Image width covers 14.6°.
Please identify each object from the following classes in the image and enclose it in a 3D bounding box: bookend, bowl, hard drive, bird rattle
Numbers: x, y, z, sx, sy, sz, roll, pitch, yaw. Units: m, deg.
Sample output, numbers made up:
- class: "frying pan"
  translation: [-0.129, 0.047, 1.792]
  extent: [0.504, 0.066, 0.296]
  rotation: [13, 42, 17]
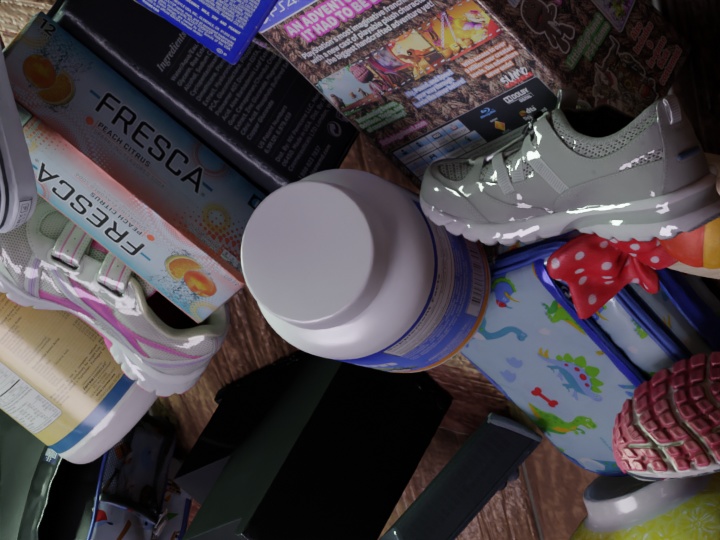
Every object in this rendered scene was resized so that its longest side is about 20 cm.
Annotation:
- class: "bookend"
  translation: [-0.061, 0.161, 2.013]
  extent: [0.092, 0.201, 0.198]
  rotation: [43, 143, -17]
- class: "bowl"
  translation: [0.205, 0.182, 1.871]
  extent: [0.199, 0.200, 0.108]
  rotation: [-14, 105, 46]
- class: "hard drive"
  translation: [0.066, 0.154, 1.916]
  extent: [0.042, 0.135, 0.200]
  rotation: [42, 175, 4]
- class: "bird rattle"
  translation: [0.197, -0.030, 1.634]
  extent: [0.199, 0.113, 0.163]
  rotation: [20, 159, 14]

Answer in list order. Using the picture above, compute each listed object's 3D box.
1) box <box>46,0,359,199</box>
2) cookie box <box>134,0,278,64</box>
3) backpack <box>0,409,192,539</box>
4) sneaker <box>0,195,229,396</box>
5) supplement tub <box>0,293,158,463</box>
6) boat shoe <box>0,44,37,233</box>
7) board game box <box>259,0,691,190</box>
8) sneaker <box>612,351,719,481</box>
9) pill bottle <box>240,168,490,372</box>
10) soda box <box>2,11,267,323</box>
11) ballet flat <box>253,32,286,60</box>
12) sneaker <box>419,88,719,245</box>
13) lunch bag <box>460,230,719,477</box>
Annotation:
- class: "box"
  translation: [-0.124, -0.099, 1.808]
  extent: [0.200, 0.118, 0.197]
  rotation: [37, 144, -10]
- class: "cookie box"
  translation: [-0.032, -0.237, 1.521]
  extent: [0.075, 0.172, 0.200]
  rotation: [31, 145, -6]
- class: "backpack"
  translation: [-0.230, 0.202, 2.202]
  extent: [0.154, 0.192, 0.199]
  rotation: [33, 149, -33]
- class: "sneaker"
  translation: [-0.159, -0.005, 1.787]
  extent: [0.199, 0.082, 0.088]
  rotation: [34, 144, -19]
- class: "supplement tub"
  translation: [-0.233, 0.027, 2.025]
  extent: [0.200, 0.145, 0.145]
  rotation: [40, 145, -12]
- class: "boat shoe"
  translation: [-0.248, -0.113, 1.631]
  extent: [0.072, 0.071, 0.201]
  rotation: [-48, 59, 45]
- class: "board game box"
  translation: [0.060, -0.140, 1.634]
  extent: [0.200, 0.097, 0.159]
  rotation: [44, 144, -18]
- class: "sneaker"
  translation: [0.253, 0.093, 1.731]
  extent: [0.199, 0.081, 0.075]
  rotation: [-15, 141, 1]
- class: "pill bottle"
  translation: [0.000, 0.000, 1.678]
  extent: [0.111, 0.113, 0.200]
  rotation: [16, 180, 20]
- class: "soda box"
  translation: [-0.146, -0.062, 1.709]
  extent: [0.200, 0.069, 0.064]
  rotation: [40, 141, -11]
- class: "ballet flat"
  translation: [-0.053, -0.158, 1.708]
  extent: [0.199, 0.070, 0.071]
  rotation: [33, 156, -28]
- class: "sneaker"
  translation: [0.114, -0.062, 1.564]
  extent: [0.199, 0.075, 0.083]
  rotation: [-1, 105, 41]
- class: "lunch bag"
  translation: [0.153, 0.040, 1.807]
  extent: [0.160, 0.083, 0.200]
  rotation: [-18, 124, 45]
